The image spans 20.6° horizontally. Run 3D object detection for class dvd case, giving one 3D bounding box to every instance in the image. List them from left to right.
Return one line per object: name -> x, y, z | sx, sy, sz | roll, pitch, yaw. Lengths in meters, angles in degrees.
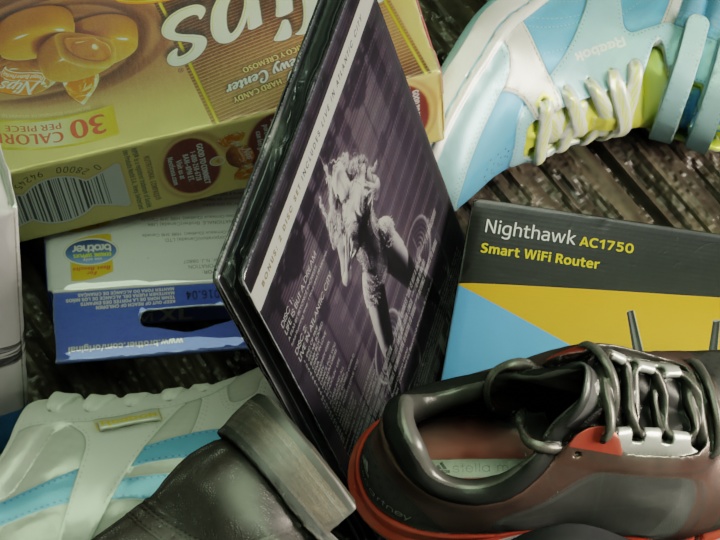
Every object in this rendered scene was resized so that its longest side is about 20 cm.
dvd case -> 0.000, 0.000, 0.786 | 0.016, 0.201, 0.150 | 5, 57, 22

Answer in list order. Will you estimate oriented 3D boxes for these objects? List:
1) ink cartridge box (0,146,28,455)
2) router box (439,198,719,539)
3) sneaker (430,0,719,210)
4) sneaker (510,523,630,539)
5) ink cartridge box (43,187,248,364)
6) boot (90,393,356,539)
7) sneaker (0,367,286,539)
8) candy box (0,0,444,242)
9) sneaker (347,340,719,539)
ink cartridge box -> -0.205, 0.010, 0.745 | 0.145, 0.200, 0.086 | -12, 62, -15
router box -> 0.132, 0.059, 0.830 | 0.198, 0.051, 0.150 | 8, 65, 6
sneaker -> 0.113, -0.079, 0.912 | 0.130, 0.080, 0.200 | 33, 62, 13
sneaker -> 0.122, 0.161, 0.748 | 0.199, 0.072, 0.083 | 19, 49, -27
ink cartridge box -> -0.083, -0.043, 0.886 | 0.118, 0.042, 0.201 | -4, 58, -8
boot -> -0.055, 0.162, 0.719 | 0.174, 0.069, 0.200 | -37, 84, -12
sneaker -> -0.093, 0.078, 0.790 | 0.199, 0.077, 0.081 | -32, 78, -23
candy box -> -0.073, -0.092, 0.852 | 0.198, 0.055, 0.116 | -13, 60, -5
sneaker -> 0.096, 0.063, 0.749 | 0.198, 0.082, 0.078 | -10, 63, -10
